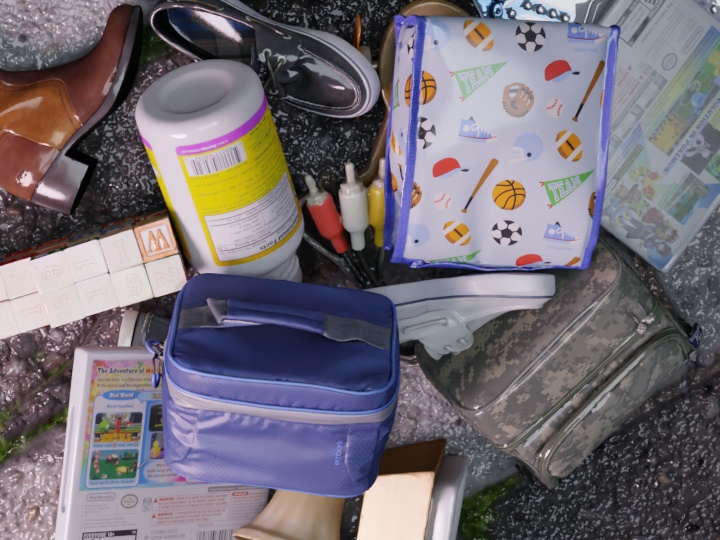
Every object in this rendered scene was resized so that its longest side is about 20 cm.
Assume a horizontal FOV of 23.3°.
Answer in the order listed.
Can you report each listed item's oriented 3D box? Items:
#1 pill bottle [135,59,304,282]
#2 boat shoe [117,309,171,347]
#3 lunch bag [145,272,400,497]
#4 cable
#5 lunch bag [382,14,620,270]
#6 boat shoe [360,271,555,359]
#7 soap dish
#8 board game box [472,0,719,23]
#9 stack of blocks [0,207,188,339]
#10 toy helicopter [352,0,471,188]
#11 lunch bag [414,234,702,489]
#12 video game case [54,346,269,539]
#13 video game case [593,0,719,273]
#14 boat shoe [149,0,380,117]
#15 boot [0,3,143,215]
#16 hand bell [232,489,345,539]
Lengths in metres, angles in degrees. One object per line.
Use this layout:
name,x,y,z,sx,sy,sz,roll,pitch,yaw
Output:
pill bottle,-0.106,-0.063,1.419,0.104,0.104,0.200,-19,127,-4
boat shoe,-0.182,0.135,1.478,0.062,0.073,0.200,6,91,-4
lunch bag,-0.069,0.079,1.363,0.200,0.136,0.133,6,125,-4
cable,0.000,0.000,1.482,0.097,0.050,0.200,-11,109,11
lunch bag,0.106,-0.100,1.386,0.170,0.124,0.200,1,98,-7
boat shoe,0.066,0.040,1.432,0.200,0.074,0.066,-8,87,25
soap dish,0.035,0.249,1.480,0.081,0.157,0.200,10,96,6
board game box,0.224,-0.203,1.508,0.200,0.026,0.200,-28,100,-3
stack of blocks,-0.245,0.008,1.432,0.200,0.115,0.059,-17,99,-4
toy helicopter,0.031,-0.135,1.472,0.132,0.079,0.200,20,107,-15
lunch bag,0.176,0.075,1.484,0.200,0.139,0.168,-44,128,1
video game case,-0.157,0.154,1.459,0.200,0.024,0.182,2,98,-38
video game case,0.251,-0.129,1.498,0.182,0.022,0.200,37,91,-11
boat shoe,-0.082,-0.176,1.424,0.200,0.066,0.070,31,123,7
boot,-0.294,-0.166,1.444,0.200,0.068,0.189,25,101,-2
hand bell,-0.027,0.150,1.497,0.104,0.104,0.200,22,75,-9
